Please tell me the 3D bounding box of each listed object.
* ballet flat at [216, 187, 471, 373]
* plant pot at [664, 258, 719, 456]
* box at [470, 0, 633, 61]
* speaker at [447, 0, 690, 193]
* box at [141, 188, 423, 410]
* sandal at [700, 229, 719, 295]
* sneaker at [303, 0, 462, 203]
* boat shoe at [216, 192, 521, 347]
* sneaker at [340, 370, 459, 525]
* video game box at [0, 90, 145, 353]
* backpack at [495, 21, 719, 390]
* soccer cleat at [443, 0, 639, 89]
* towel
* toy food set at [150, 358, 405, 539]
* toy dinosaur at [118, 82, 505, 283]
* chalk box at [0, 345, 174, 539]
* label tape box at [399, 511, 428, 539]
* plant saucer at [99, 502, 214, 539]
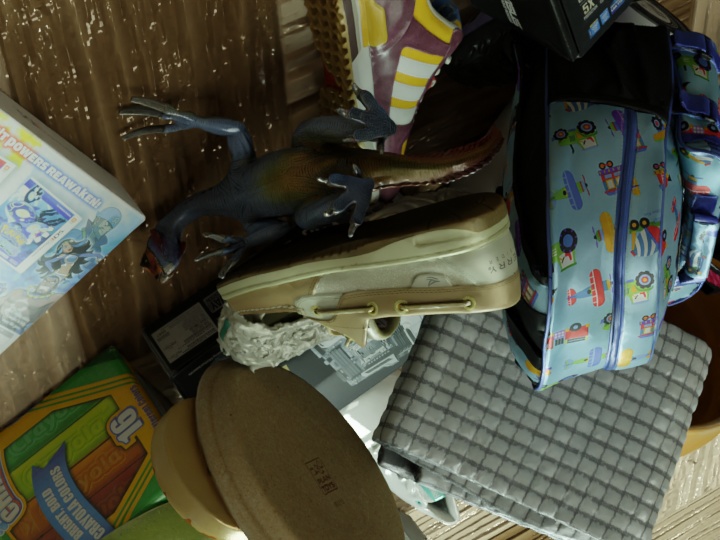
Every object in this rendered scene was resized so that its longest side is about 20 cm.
[{"bbox_3d":[0.000,0.000,1.045,0.200,0.072,0.072,-29,144,-11],"label":"ballet flat"},{"bbox_3d":[0.186,0.080,1.301,0.200,0.200,0.183,-15,155,-30],"label":"plant pot"},{"bbox_3d":[0.137,-0.248,0.927,0.200,0.086,0.164,-47,146,-11],"label":"box"},{"bbox_3d":[0.138,-0.100,1.135,0.081,0.081,0.200,11,122,-48],"label":"speaker"},{"bbox_3d":[-0.037,0.040,1.156,0.200,0.050,0.158,-35,144,-8],"label":"box"},{"bbox_3d":[0.241,-0.019,1.236,0.045,0.200,0.075,-62,179,-8],"label":"sandal"},{"bbox_3d":[0.024,-0.122,1.010,0.090,0.075,0.200,-24,144,-12],"label":"sneaker"},{"bbox_3d":[0.002,0.009,0.940,0.074,0.200,0.066,-34,108,-48],"label":"boat shoe"},{"bbox_3d":[0.035,0.143,1.304,0.075,0.089,0.200,-39,145,2],"label":"sneaker"},{"bbox_3d":[-0.243,-0.019,0.907,0.182,0.047,0.200,-41,146,5],"label":"video game box"},{"bbox_3d":[0.148,-0.031,0.992,0.134,0.200,0.183,3,137,3],"label":"backpack"},{"bbox_3d":[0.135,-0.188,1.054,0.200,0.073,0.068,-32,147,19],"label":"soccer cleat"},{"bbox_3d":[0.120,0.090,1.122,0.086,0.200,0.166,141,-28,-79],"label":"towel"},{"bbox_3d":[-0.041,0.144,1.053,0.049,0.198,0.200,-37,-174,20],"label":"toy food set"},{"bbox_3d":[-0.047,-0.035,0.978,0.200,0.105,0.181,11,162,-28],"label":"toy dinosaur"},{"bbox_3d":[-0.191,0.174,1.101,0.200,0.125,0.124,-39,145,-3],"label":"chalk box"},{"bbox_3d":[-0.038,0.255,1.384,0.143,0.066,0.200,-46,146,9],"label":"label tape box"},{"bbox_3d":[-0.126,0.223,1.083,0.200,0.031,0.200,-25,143,-21],"label":"plant saucer"}]
